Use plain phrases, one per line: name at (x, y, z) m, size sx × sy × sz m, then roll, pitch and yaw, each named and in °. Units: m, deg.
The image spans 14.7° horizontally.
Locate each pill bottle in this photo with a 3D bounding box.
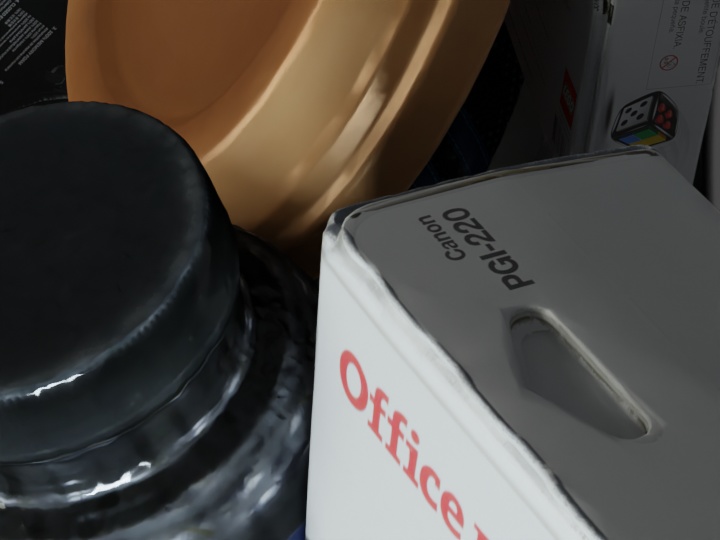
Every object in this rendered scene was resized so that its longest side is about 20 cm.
pill bottle at (-0.046, 0.058, 0.661) m, size 0.200 × 0.111 × 0.112 m, roll 67°, pitch -173°, yaw -46°

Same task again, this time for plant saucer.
plant saucer at (-0.023, -0.091, 0.706) m, size 0.200 × 0.037 × 0.201 m, roll -36°, pitch 45°, yaw 47°

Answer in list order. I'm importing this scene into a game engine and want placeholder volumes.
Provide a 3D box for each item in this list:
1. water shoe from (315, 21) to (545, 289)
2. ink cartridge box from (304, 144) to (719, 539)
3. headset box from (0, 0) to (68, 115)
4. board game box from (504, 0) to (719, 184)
water shoe at (-0.004, -0.030, 0.765) m, size 0.071 × 0.079 × 0.201 m, roll 3°, pitch 69°, yaw 60°
ink cartridge box at (0.051, 0.097, 0.574) m, size 0.146 × 0.085 × 0.201 m, roll 50°, pitch 146°, yaw 46°
headset box at (-0.088, -0.021, 1.025) m, size 0.149 × 0.200 × 0.077 m, roll -49°, pitch -10°, yaw -23°
board game box at (0.054, -0.128, 0.707) m, size 0.200 × 0.034 × 0.127 m, roll -104°, pitch 16°, yaw -45°
